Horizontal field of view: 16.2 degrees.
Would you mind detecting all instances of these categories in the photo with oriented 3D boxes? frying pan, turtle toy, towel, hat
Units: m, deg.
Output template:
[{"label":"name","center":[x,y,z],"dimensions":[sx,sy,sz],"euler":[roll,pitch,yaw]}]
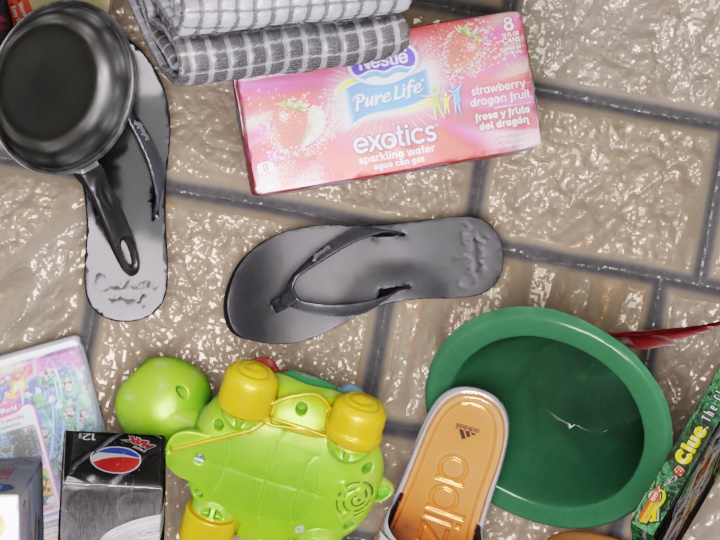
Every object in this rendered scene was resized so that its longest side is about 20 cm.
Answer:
[{"label":"frying pan","center":[-0.178,-0.098,1.669],"dimensions":[0.115,0.031,0.190],"euler":[-54,131,-15]},{"label":"turtle toy","center":[-0.071,0.117,1.706],"dimensions":[0.198,0.101,0.147],"euler":[18,113,-2]},{"label":"towel","center":[-0.073,-0.200,1.645],"dimensions":[0.164,0.200,0.086],"euler":[-10,129,-18]},{"label":"hat","center":[0.164,0.069,1.762],"dimensions":[0.199,0.176,0.167],"euler":[25,123,8]}]

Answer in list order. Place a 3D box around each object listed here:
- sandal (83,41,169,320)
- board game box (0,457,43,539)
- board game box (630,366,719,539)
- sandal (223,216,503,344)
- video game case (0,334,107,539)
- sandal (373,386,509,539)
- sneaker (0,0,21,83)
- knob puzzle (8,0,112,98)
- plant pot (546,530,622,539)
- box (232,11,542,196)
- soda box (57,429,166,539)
[{"label":"sandal","center":[-0.162,-0.067,1.717],"dimensions":[0.075,0.043,0.202],"euler":[-9,92,-3]},{"label":"board game box","center":[-0.229,0.231,1.626],"dimensions":[0.041,0.200,0.202],"euler":[-1,91,-3]},{"label":"board game box","center":[0.239,0.106,1.698],"dimensions":[0.023,0.105,0.201],"euler":[26,72,21]},{"label":"sandal","center":[0.000,-0.001,1.738],"dimensions":[0.198,0.043,0.077],"euler":[-14,92,-4]},{"label":"video game case","center":[-0.264,0.158,1.733],"dimensions":[0.198,0.024,0.184],"euler":[-15,92,-3]},{"label":"sandal","center":[0.047,0.178,1.708],"dimensions":[0.079,0.059,0.208],"euler":[15,114,5]},{"label":"sneaker","center":[-0.261,-0.155,1.664],"dimensions":[0.083,0.077,0.201],"euler":[26,75,-25]},{"label":"knob puzzle","center":[-0.255,-0.177,1.710],"dimensions":[0.218,0.030,0.222],"euler":[-1,79,3]},{"label":"plant pot","center":[0.180,0.287,1.695],"dimensions":[0.199,0.200,0.141],"euler":[26,106,-4]},{"label":"box","center":[0.016,-0.112,1.709],"dimensions":[0.198,0.100,0.096],"euler":[-10,92,-3]},{"label":"soda box","center":[-0.167,0.207,1.679],"dimensions":[0.070,0.063,0.201],"euler":[3,120,-4]}]
